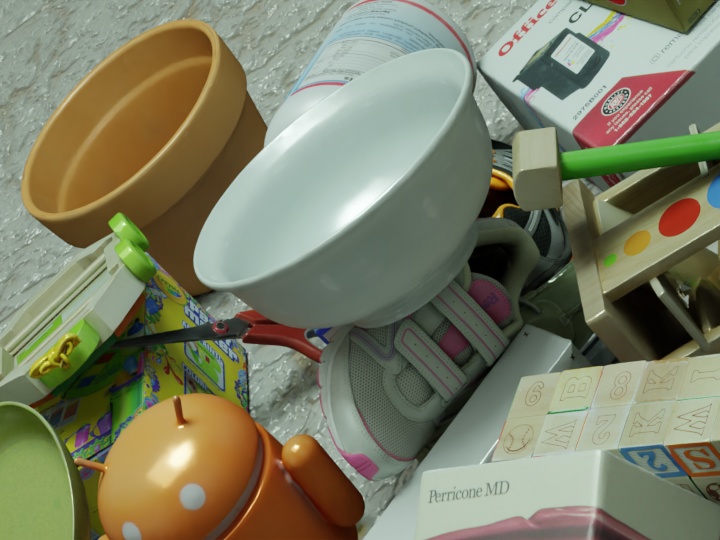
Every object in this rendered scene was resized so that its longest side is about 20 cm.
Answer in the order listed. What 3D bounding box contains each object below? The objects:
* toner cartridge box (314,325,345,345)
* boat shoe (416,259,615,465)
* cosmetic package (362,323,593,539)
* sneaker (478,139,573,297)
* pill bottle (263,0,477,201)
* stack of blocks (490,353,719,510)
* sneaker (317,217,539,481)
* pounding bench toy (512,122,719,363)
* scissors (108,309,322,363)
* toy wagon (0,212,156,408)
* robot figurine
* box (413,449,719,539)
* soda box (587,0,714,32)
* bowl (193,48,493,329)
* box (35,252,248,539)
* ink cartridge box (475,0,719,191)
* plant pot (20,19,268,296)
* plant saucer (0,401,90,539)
[{"bbox_3d":[0.000,0.000,1.557,0.043,0.095,0.201,-34,34,14],"label":"toner cartridge box"},{"bbox_3d":[0.104,0.050,1.410,0.200,0.062,0.072,-48,32,-5],"label":"boat shoe"},{"bbox_3d":[0.073,0.137,1.326,0.201,0.083,0.051,-52,32,-11],"label":"cosmetic package"},{"bbox_3d":[0.090,-0.048,1.527,0.078,0.077,0.200,-43,30,5],"label":"sneaker"},{"bbox_3d":[0.001,-0.093,1.508,0.108,0.109,0.200,-20,25,34],"label":"pill bottle"},{"bbox_3d":[0.185,0.104,1.206,0.199,0.115,0.059,-10,45,42],"label":"stack of blocks"},{"bbox_3d":[0.044,0.035,1.352,0.088,0.081,0.201,-20,35,48],"label":"sneaker"},{"bbox_3d":[0.196,-0.033,1.270,0.155,0.200,0.125,-32,33,20],"label":"pounding bench toy"},{"bbox_3d":[-0.087,0.036,1.563,0.014,0.198,0.074,109,158,-44],"label":"scissors"},{"bbox_3d":[-0.200,0.041,1.520,0.155,0.040,0.200,-43,18,4],"label":"toy wagon"},{"bbox_3d":[-0.081,0.154,1.370,0.143,0.200,0.117,7,57,51],"label":"robot figurine"},{"bbox_3d":[0.097,0.205,1.146,0.127,0.109,0.202,-12,62,42],"label":"box"},{"bbox_3d":[0.163,-0.219,1.495,0.068,0.064,0.200,-46,31,-9],"label":"soda box"},{"bbox_3d":[0.006,-0.031,1.326,0.200,0.091,0.202,-34,22,16],"label":"bowl"},{"bbox_3d":[-0.191,0.129,1.600,0.199,0.122,0.193,-32,34,20],"label":"box"},{"bbox_3d":[0.185,-0.132,1.508,0.146,0.083,0.200,-45,32,-1],"label":"ink cartridge box"},{"bbox_3d":[-0.146,-0.076,1.768,0.199,0.140,0.201,-29,35,23],"label":"plant pot"},{"bbox_3d":[-0.225,0.185,1.443,0.199,0.031,0.202,-19,65,48],"label":"plant saucer"}]
